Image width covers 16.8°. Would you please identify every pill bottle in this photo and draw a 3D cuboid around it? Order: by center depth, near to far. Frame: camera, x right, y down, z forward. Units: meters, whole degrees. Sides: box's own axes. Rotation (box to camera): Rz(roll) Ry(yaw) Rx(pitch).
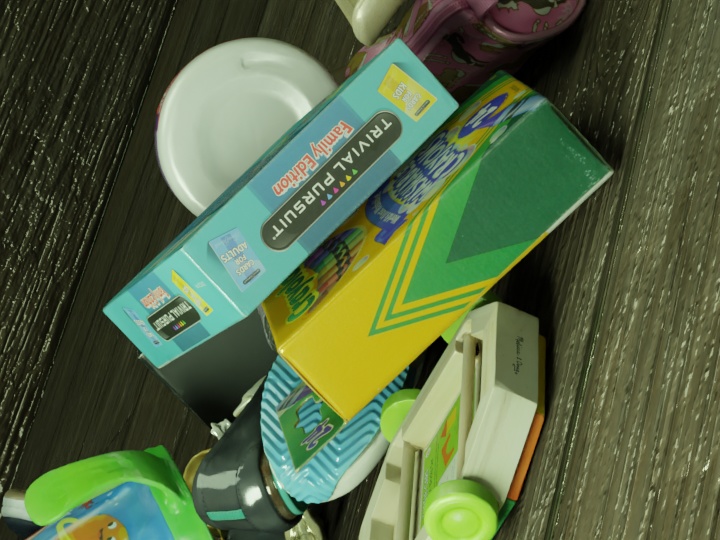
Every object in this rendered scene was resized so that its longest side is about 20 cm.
[{"bbox_3d":[-0.067,-0.080,1.450,0.200,0.111,0.112,-155,87,-83],"label":"pill bottle"}]

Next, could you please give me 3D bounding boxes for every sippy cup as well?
[{"bbox_3d":[-0.143,0.189,1.400,0.130,0.179,0.140,-25,8,-8],"label":"sippy cup"}]

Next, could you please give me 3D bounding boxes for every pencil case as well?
[{"bbox_3d":[0.056,-0.129,1.348,0.200,0.082,0.087,136,154,-64],"label":"pencil case"}]

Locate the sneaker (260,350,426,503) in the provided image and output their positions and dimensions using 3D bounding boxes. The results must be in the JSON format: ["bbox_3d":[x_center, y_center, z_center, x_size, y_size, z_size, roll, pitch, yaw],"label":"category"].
[{"bbox_3d":[0.001,0.052,1.284,0.201,0.076,0.081,-71,-22,-45],"label":"sneaker"}]

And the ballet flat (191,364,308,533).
[{"bbox_3d":[-0.045,0.086,1.334,0.073,0.073,0.200,-63,-3,27],"label":"ballet flat"}]

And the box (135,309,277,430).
[{"bbox_3d":[-0.077,0.018,1.606,0.141,0.079,0.200,-46,11,0],"label":"box"}]

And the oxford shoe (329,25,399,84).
[{"bbox_3d":[0.019,-0.114,1.573,0.085,0.073,0.200,-53,14,-1],"label":"oxford shoe"}]

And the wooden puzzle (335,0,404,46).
[{"bbox_3d":[0.042,-0.214,1.322,0.186,0.037,0.200,-54,8,8],"label":"wooden puzzle"}]

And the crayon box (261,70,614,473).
[{"bbox_3d":[0.020,-0.004,1.157,0.200,0.052,0.126,-44,12,2],"label":"crayon box"}]

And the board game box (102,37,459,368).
[{"bbox_3d":[-0.044,-0.028,1.228,0.151,0.047,0.200,-45,5,-18],"label":"board game box"}]

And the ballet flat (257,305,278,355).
[{"bbox_3d":[0.000,0.000,1.421,0.200,0.072,0.072,-49,21,49],"label":"ballet flat"}]

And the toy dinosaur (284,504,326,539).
[{"bbox_3d":[-0.048,0.210,1.300,0.088,0.047,0.201,94,-166,-77],"label":"toy dinosaur"}]

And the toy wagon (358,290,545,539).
[{"bbox_3d":[0.028,0.107,1.137,0.156,0.039,0.201,-83,17,-54],"label":"toy wagon"}]

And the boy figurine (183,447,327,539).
[{"bbox_3d":[-0.064,0.134,1.466,0.200,0.064,0.125,-166,85,-77],"label":"boy figurine"}]

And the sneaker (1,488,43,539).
[{"bbox_3d":[-0.152,0.205,1.506,0.070,0.200,0.109,5,75,41],"label":"sneaker"}]
